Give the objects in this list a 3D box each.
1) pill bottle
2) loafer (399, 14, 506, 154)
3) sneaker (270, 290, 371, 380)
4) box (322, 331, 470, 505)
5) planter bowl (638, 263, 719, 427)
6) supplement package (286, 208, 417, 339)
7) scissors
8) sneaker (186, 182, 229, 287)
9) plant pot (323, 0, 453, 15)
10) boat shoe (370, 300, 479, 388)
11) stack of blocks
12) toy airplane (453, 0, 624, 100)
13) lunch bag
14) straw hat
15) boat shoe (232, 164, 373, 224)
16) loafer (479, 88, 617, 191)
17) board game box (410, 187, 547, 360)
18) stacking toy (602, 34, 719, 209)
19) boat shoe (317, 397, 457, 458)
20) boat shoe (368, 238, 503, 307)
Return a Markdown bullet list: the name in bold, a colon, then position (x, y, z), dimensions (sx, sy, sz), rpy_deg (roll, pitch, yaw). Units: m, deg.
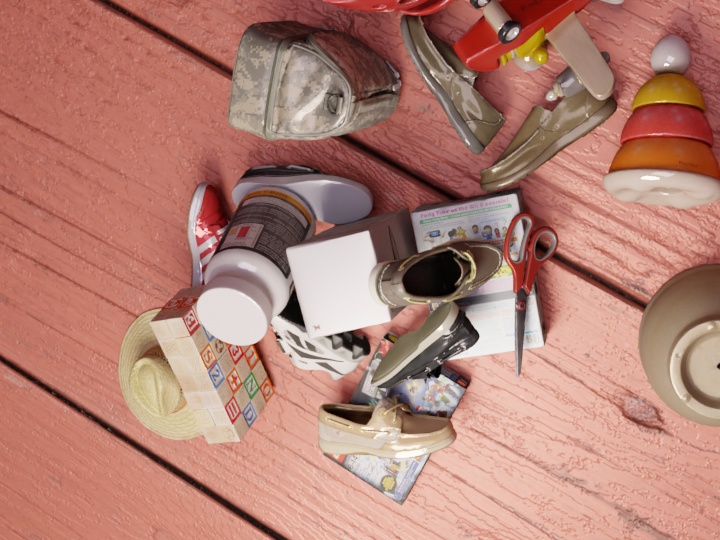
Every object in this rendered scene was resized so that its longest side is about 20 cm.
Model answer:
- **pill bottle**: position (-0.135, -0.007, 1.398), dimensions (0.114, 0.201, 0.118), rpy_deg (9, 132, 11)
- **loafer**: position (0.119, -0.249, 1.390), dimensions (0.069, 0.075, 0.202), rpy_deg (-32, 94, 8)
- **sneaker**: position (-0.089, 0.090, 1.492), dimensions (0.198, 0.075, 0.089), rpy_deg (34, 120, -14)
- **box**: position (0.048, 0.207, 1.509), dimensions (0.136, 0.040, 0.202), rpy_deg (30, 108, 11)
- **planter bowl**: position (0.436, 0.103, 1.318), dimensions (0.196, 0.135, 0.204), rpy_deg (3, 101, 17)
- **supplement package**: position (0.000, 0.000, 1.399), dimensions (0.115, 0.200, 0.119), rpy_deg (-12, 98, 19)
- **scissors**: position (0.197, 0.030, 1.366), dimensions (0.072, 0.014, 0.204), rpy_deg (16, 91, -19)
- **sneaker**: position (-0.182, -0.021, 1.520), dimensions (0.110, 0.071, 0.204), rpy_deg (7, 110, 20)
- **plant pot**: position (0.038, -0.405, 1.298), dimensions (0.198, 0.181, 0.205), rpy_deg (-2, 86, 40)
- **boat shoe**: position (0.085, 0.112, 1.405), dimensions (0.066, 0.075, 0.199), rpy_deg (34, 132, -11)
- **stack of blocks**: position (-0.202, 0.122, 1.499), dimensions (0.058, 0.115, 0.203), rpy_deg (-8, 116, 29)
- **toy airplane**: position (0.223, -0.304, 1.318), dimensions (0.195, 0.142, 0.203), rpy_deg (13, 62, 6)
- **lunch bag**: position (-0.052, -0.234, 1.375), dimensions (0.165, 0.200, 0.142), rpy_deg (20, 109, 16)
- **straw hat**: position (-0.294, 0.164, 1.583), dimensions (0.197, 0.085, 0.205), rpy_deg (3, 101, 16)
- **boat shoe**: position (-0.074, -0.111, 1.471), dimensions (0.196, 0.068, 0.073), rpy_deg (2, 130, 18)
- **loafer**: position (0.227, -0.172, 1.366), dimensions (0.198, 0.076, 0.068), rpy_deg (-34, 89, 10)
- **board game box**: position (0.157, 0.006, 1.424), dimensions (0.145, 0.064, 0.204), rpy_deg (-9, 99, 18)
- **stacking toy**: position (0.373, -0.184, 1.305), dimensions (0.143, 0.146, 0.204), rpy_deg (6, 84, 16)
- **boat shoe**: position (0.030, 0.207, 1.454), dimensions (0.196, 0.074, 0.070), rpy_deg (-4, 105, 19)
- **boat shoe**: position (0.104, 0.003, 1.309), dimensions (0.060, 0.199, 0.074), rpy_deg (-4, 97, 54)
